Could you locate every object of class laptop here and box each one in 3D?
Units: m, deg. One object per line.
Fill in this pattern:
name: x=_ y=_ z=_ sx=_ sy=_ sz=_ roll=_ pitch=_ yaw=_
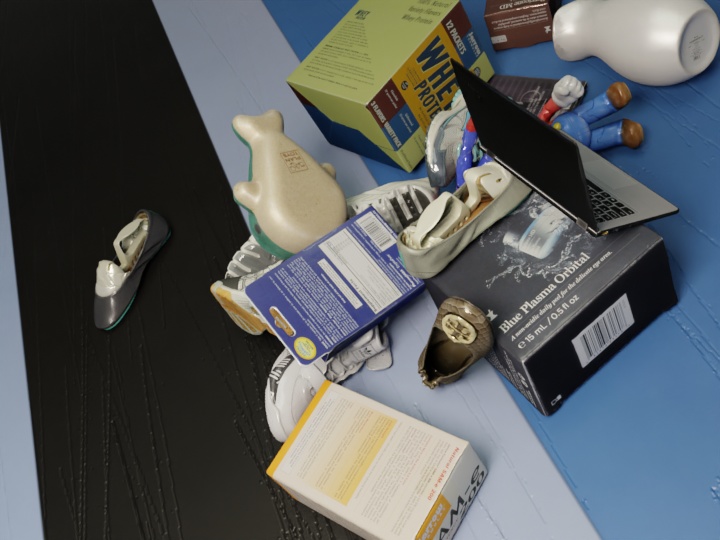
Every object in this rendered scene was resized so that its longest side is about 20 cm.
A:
laptop: x=0.210 y=-0.134 z=0.878 sx=0.198 sy=0.117 sz=0.187 roll=-14 pitch=42 yaw=-30

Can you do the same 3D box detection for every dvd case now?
dvd case: x=0.197 y=-0.212 z=1.202 sx=0.198 sy=0.016 sz=0.150 roll=14 pitch=63 yaw=34

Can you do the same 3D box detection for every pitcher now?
pitcher: x=0.380 y=-0.322 z=1.135 sx=0.171 sy=0.122 sz=0.200 roll=-31 pitch=33 yaw=-19

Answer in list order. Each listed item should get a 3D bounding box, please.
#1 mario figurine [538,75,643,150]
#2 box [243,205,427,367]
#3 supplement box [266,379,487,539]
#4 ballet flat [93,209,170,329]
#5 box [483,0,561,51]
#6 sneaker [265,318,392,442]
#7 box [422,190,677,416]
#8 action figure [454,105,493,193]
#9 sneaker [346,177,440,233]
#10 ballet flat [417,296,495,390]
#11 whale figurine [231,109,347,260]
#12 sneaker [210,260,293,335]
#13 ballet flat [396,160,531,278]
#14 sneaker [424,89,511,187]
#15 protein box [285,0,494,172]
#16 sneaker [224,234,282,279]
mario figurine: x=0.248 y=-0.155 z=1.061 sx=0.198 sy=0.106 sz=0.124 roll=-24 pitch=63 yaw=0
box: x=-0.025 y=0.020 z=0.997 sx=0.199 sy=0.032 sz=0.121 roll=-33 pitch=72 yaw=-26
supplement box: x=0.016 y=0.214 z=0.917 sx=0.199 sy=0.074 sz=0.127 roll=19 pitch=64 yaw=37
ballet flat: x=-0.358 y=-0.010 z=1.301 sx=0.072 sy=0.073 sz=0.201 roll=8 pitch=59 yaw=32
box: x=0.251 y=-0.433 z=1.312 sx=0.099 sy=0.075 sz=0.202 roll=-5 pitch=54 yaw=24
sneaker: x=-0.034 y=0.112 z=1.024 sx=0.114 sy=0.075 sz=0.201 roll=-1 pitch=51 yaw=31
box: x=0.200 y=0.012 z=0.953 sx=0.196 sy=0.118 sz=0.200 roll=-40 pitch=45 yaw=-6
action figure: x=0.126 y=-0.096 z=1.028 sx=0.065 sy=0.201 sz=0.099 roll=17 pitch=46 yaw=8
sneaker: x=0.019 y=-0.077 z=1.162 sx=0.198 sy=0.076 sz=0.081 roll=-12 pitch=23 yaw=28
ballet flat: x=0.093 y=0.083 z=0.910 sx=0.067 sy=0.200 sz=0.046 roll=42 pitch=69 yaw=10
whale figurine: x=-0.103 y=-0.105 z=1.104 sx=0.158 sy=0.104 sz=0.201 roll=-20 pitch=78 yaw=-39
sneaker: x=-0.115 y=0.030 z=1.091 sx=0.088 sy=0.076 sz=0.199 roll=-49 pitch=31 yaw=-22
ballet flat: x=0.120 y=-0.073 z=0.940 sx=0.200 sy=0.064 sz=0.067 roll=-43 pitch=42 yaw=-10
sneaker: x=0.145 y=-0.179 z=1.123 sx=0.085 sy=0.078 sz=0.201 roll=10 pitch=46 yaw=25
protein box: x=0.042 y=-0.278 z=1.240 sx=0.200 sy=0.135 sz=0.198 roll=-50 pitch=42 yaw=-12
sneaker: x=-0.127 y=-0.041 z=1.214 sx=0.201 sy=0.075 sz=0.116 roll=-59 pitch=13 yaw=5
